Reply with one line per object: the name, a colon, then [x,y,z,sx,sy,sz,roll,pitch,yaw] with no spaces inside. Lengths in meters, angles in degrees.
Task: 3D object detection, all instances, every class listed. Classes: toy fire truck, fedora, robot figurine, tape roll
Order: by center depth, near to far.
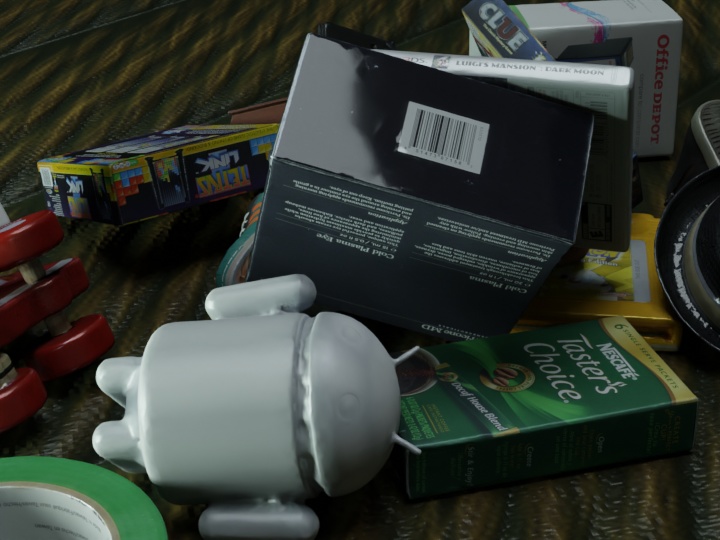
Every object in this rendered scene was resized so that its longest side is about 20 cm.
tape roll: [-0.202,0.179,0.696,0.199,0.048,0.201,-1,27,1]
robot figurine: [-0.061,0.084,0.788,0.199,0.171,0.113,-4,-17,8]
toy fire truck: [-0.290,0.047,0.919,0.167,0.113,0.200,-14,17,32]
fedora: [0.315,-0.025,0.939,0.199,0.092,0.201,3,53,-4]

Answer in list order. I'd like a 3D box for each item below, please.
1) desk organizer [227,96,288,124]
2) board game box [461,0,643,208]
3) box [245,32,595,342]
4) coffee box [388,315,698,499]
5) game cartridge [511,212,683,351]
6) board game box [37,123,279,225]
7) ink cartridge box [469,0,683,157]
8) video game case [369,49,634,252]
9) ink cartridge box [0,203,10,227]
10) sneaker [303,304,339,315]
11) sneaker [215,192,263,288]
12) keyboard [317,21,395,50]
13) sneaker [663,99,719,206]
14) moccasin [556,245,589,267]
desk organizer: [-0.050,-0.117,1.210,0.071,0.077,0.200,19,-13,-37]
board game box: [0.171,-0.144,1.125,0.035,0.135,0.200,-38,71,4]
box: [0.033,-0.046,0.880,0.199,0.182,0.105,16,62,-4]
coffee box: [0.110,0.087,0.860,0.199,0.044,0.123,-7,27,-11]
game cartridge: [0.169,-0.001,1.044,0.175,0.033,0.200,3,29,9]
board game box: [-0.182,-0.090,1.158,0.165,0.057,0.200,-16,13,-28]
ink cartridge box: [0.214,-0.189,1.285,0.199,0.146,0.088,-4,27,-5]
video game case: [0.104,-0.082,0.919,0.181,0.200,0.023,6,61,15]
ink cartridge box: [-0.385,-0.009,0.962,0.200,0.083,0.146,-26,-6,-38]
sneaker: [0.000,0.000,0.999,0.099,0.078,0.200,30,36,33]
sneaker: [-0.070,-0.023,1.074,0.080,0.072,0.200,-3,25,34]
keyboard: [0.009,-0.121,1.088,0.104,0.040,0.201,14,50,-24]
sneaker: [0.318,-0.035,1.073,0.074,0.106,0.201,-2,56,-8]
moccasin: [0.124,-0.083,1.055,0.073,0.078,0.202,-13,51,-17]
